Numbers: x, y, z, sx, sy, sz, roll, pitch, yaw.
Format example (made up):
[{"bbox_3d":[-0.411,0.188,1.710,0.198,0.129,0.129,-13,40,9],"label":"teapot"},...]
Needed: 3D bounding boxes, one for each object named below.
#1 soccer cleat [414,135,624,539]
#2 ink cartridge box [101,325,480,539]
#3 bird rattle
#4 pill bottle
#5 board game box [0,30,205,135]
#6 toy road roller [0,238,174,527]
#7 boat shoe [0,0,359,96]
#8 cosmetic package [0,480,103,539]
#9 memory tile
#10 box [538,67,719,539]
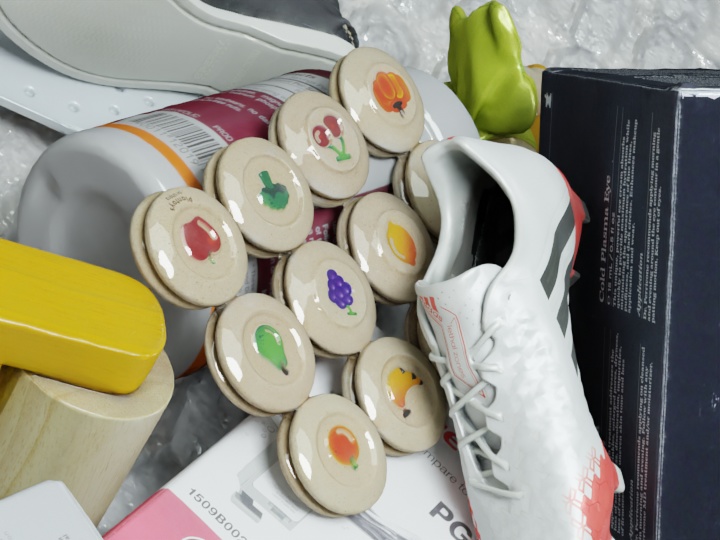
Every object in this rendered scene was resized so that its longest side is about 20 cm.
[{"bbox_3d":[0.057,0.039,0.989,0.085,0.069,0.200,25,56,-45],"label":"soccer cleat"},{"bbox_3d":[-0.016,0.130,0.998,0.147,0.083,0.200,44,42,6],"label":"ink cartridge box"},{"bbox_3d":[0.099,-0.041,1.221,0.200,0.113,0.163,49,26,5],"label":"bird rattle"},{"bbox_3d":[-0.043,-0.026,1.091,0.200,0.114,0.114,-19,67,-44],"label":"pill bottle"},{"bbox_3d":[-0.163,-0.145,1.175,0.200,0.026,0.200,24,44,-16],"label":"board game box"},{"bbox_3d":[-0.180,0.016,0.958,0.200,0.123,0.146,18,35,-21],"label":"toy road roller"},{"bbox_3d":[-0.086,-0.125,1.139,0.200,0.074,0.060,11,49,-32],"label":"boat shoe"},{"bbox_3d":[-0.179,0.154,0.851,0.200,0.102,0.074,-20,67,-45],"label":"cosmetic package"},{"bbox_3d":[0.000,0.000,1.016,0.153,0.017,0.200,56,41,-7],"label":"memory tile"},{"bbox_3d":[0.148,0.015,1.055,0.104,0.200,0.182,0,8,-14],"label":"box"}]
